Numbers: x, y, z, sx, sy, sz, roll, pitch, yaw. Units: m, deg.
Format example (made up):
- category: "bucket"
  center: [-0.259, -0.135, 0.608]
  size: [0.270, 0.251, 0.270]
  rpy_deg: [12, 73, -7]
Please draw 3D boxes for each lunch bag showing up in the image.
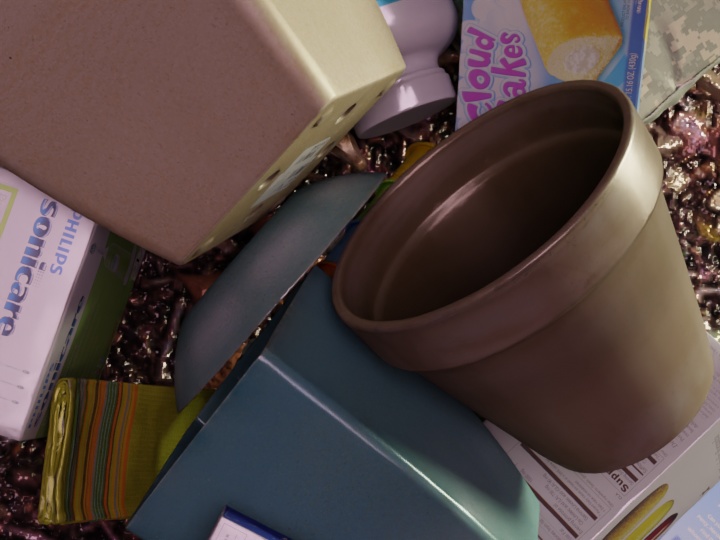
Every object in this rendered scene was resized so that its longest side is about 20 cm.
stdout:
- category: "lunch bag"
  center: [0.155, -0.188, 0.922]
  size: [0.164, 0.118, 0.200]
  rpy_deg: [-39, 85, -5]

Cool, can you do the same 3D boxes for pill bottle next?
- category: "pill bottle"
  center: [-0.006, -0.190, 0.846]
  size: [0.111, 0.111, 0.200]
  rpy_deg: [-22, 88, -7]

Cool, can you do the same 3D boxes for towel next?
- category: "towel"
  center: [-0.131, 0.116, 0.841]
  size: [0.018, 0.200, 0.086]
  rpy_deg: [5, 85, 27]

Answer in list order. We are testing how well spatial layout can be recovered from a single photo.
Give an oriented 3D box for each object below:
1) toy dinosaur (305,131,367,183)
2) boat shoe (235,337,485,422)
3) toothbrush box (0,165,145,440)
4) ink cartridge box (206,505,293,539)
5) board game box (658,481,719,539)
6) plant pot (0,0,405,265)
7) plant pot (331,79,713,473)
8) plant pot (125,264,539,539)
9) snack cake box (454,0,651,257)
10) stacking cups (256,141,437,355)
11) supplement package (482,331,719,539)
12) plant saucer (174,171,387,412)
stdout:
- category: "toy dinosaur"
  center: [-0.078, -0.097, 0.901]
  size: [0.200, 0.101, 0.058]
  rpy_deg: [9, 74, 18]
- category: "boat shoe"
  center: [0.014, 0.062, 0.918]
  size: [0.199, 0.075, 0.069]
  rpy_deg: [5, 57, 2]
- category: "toothbrush box"
  center: [-0.207, 0.023, 0.829]
  size: [0.086, 0.200, 0.146]
  rpy_deg: [19, 85, -2]
- category: "ink cartridge box"
  center: [-0.076, 0.234, 0.679]
  size: [0.094, 0.044, 0.200]
  rpy_deg: [27, 87, -2]
- category: "board game box"
  center: [0.238, 0.205, 0.938]
  size: [0.151, 0.037, 0.200]
  rpy_deg: [44, 84, 1]
- category: "plant pot"
  center: [-0.093, -0.123, 0.740]
  size: [0.177, 0.200, 0.200]
  rpy_deg: [46, 115, 2]
- category: "plant pot"
  center: [0.111, 0.020, 0.763]
  size: [0.200, 0.200, 0.174]
  rpy_deg: [-42, 114, -7]
- category: "plant pot"
  center: [-0.001, 0.128, 0.769]
  size: [0.200, 0.141, 0.141]
  rpy_deg: [37, 112, -5]
- category: "snack cake box"
  center: [0.120, -0.110, 0.838]
  size: [0.115, 0.067, 0.200]
  rpy_deg: [6, 110, 11]
- category: "stacking cups"
  center: [0.000, 0.000, 0.893]
  size: [0.060, 0.061, 0.200]
  rpy_deg: [40, 66, -1]
- category: "supplement package"
  center: [0.160, 0.125, 0.879]
  size: [0.200, 0.114, 0.110]
  rpy_deg: [-42, 59, -4]
- category: "plant saucer"
  center: [-0.062, 0.002, 0.830]
  size: [0.039, 0.201, 0.201]
  rpy_deg: [41, 83, -2]
